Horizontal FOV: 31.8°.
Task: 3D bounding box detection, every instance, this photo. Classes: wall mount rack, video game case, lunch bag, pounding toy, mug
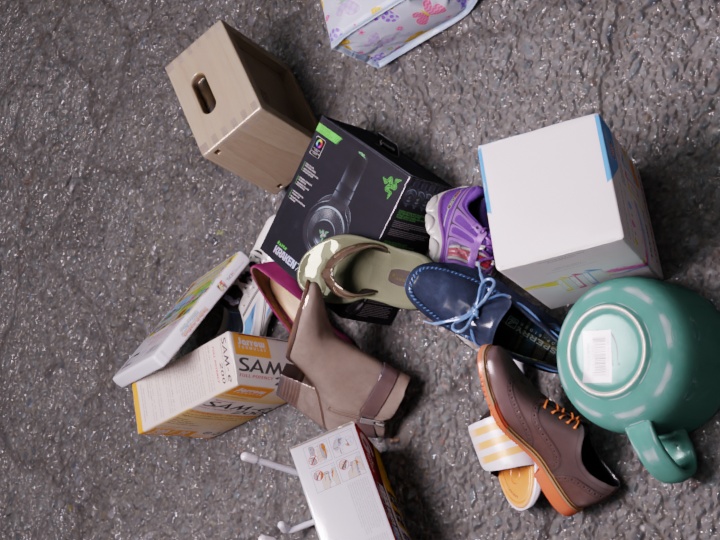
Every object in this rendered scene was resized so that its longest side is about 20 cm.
[{"bbox_3d":[-0.073,0.296,1.456,0.074,0.174,0.201,-18,45,-2],"label":"wall mount rack"},{"bbox_3d":[-0.234,0.066,1.640,0.182,0.023,0.200,-53,11,-26],"label":"video game case"},{"bbox_3d":[0.046,-0.369,1.509,0.199,0.127,0.171,-24,68,30],"label":"lunch bag"},{"bbox_3d":[-0.160,-0.208,1.648,0.142,0.184,0.201,-37,58,18],"label":"pounding toy"},{"bbox_3d":[0.275,0.092,1.214,0.185,0.114,0.152,49,115,37],"label":"mug"}]

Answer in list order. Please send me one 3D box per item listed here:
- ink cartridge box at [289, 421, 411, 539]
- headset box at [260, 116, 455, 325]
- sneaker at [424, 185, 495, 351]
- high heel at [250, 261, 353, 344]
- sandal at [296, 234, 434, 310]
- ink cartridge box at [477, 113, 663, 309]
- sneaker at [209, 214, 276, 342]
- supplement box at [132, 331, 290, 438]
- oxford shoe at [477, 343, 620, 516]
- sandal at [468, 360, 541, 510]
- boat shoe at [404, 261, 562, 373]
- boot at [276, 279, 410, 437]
[{"bbox_3d":[0.009,0.296,1.425,0.083,0.176,0.201,-23,63,4],"label":"ink cartridge box"},{"bbox_3d":[-0.002,-0.066,1.517,0.174,0.092,0.201,39,108,39],"label":"headset box"},{"bbox_3d":[0.122,-0.009,1.395,0.083,0.081,0.201,-20,60,28],"label":"sneaker"},{"bbox_3d":[-0.073,0.076,1.553,0.067,0.096,0.201,-48,54,25],"label":"high heel"},{"bbox_3d":[0.001,-0.001,1.402,0.200,0.057,0.080,4,87,44],"label":"sandal"},{"bbox_3d":[0.214,-0.051,1.255,0.125,0.200,0.129,-15,71,22],"label":"ink cartridge box"},{"bbox_3d":[-0.137,0.022,1.642,0.072,0.072,0.201,26,99,44],"label":"sneaker"},{"bbox_3d":[-0.182,0.152,1.622,0.199,0.126,0.074,-29,63,37],"label":"supplement box"},{"bbox_3d":[0.189,0.151,1.273,0.072,0.071,0.200,-28,103,32],"label":"oxford shoe"},{"bbox_3d":[0.142,0.155,1.352,0.079,0.059,0.208,135,132,-56],"label":"sandal"},{"bbox_3d":[0.142,0.044,1.307,0.199,0.069,0.085,20,97,0],"label":"boat shoe"},{"bbox_3d":[-0.014,0.109,1.451,0.070,0.145,0.201,-68,-5,-48],"label":"boot"}]
